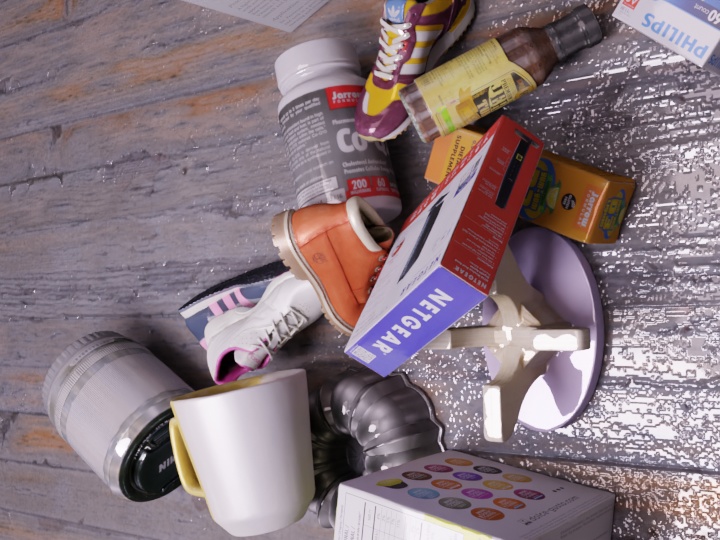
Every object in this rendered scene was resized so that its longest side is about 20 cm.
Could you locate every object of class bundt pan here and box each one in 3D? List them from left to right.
[{"bbox_3d":[-0.004,0.209,1.041,0.200,0.075,0.204,0,91,37],"label":"bundt pan"}]

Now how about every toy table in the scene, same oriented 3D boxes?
[{"bbox_3d":[0.152,0.059,0.896,0.183,0.117,0.202,-17,80,37],"label":"toy table"}]

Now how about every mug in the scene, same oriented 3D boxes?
[{"bbox_3d":[-0.121,0.198,1.016,0.186,0.148,0.155,164,93,-72],"label":"mug"}]

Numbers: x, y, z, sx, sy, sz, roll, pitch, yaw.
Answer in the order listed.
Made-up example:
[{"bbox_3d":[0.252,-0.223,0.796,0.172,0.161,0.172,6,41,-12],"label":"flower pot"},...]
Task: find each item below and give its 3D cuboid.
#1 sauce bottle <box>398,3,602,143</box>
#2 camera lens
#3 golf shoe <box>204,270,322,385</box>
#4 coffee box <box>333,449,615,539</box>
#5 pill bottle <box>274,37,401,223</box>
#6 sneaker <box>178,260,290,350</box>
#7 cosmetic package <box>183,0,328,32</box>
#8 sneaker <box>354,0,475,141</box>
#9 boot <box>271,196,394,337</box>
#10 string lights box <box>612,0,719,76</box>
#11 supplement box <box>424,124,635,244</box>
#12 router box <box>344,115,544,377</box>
[{"bbox_3d":[0.136,-0.194,0.903,0.199,0.065,0.065,-27,72,9],"label":"sauce bottle"},{"bbox_3d":[-0.303,0.190,1.219,0.199,0.159,0.161,33,109,33],"label":"camera lens"},{"bbox_3d":[-0.101,0.069,1.079,0.199,0.075,0.092,-33,37,27],"label":"golf shoe"},{"bbox_3d":[0.102,0.303,0.879,0.196,0.199,0.202,8,96,38],"label":"coffee box"},{"bbox_3d":[-0.029,-0.147,1.038,0.113,0.113,0.202,-21,78,36],"label":"pill bottle"},{"bbox_3d":[-0.134,0.046,1.161,0.199,0.070,0.083,-20,104,33],"label":"sneaker"},{"bbox_3d":[-0.115,-0.400,1.052,0.164,0.199,0.166,-29,73,33],"label":"cosmetic package"},{"bbox_3d":[0.041,-0.232,0.959,0.075,0.090,0.201,20,76,37],"label":"sneaker"},{"bbox_3d":[0.000,0.000,0.986,0.106,0.200,0.076,-19,46,19],"label":"boot"},{"bbox_3d":[0.320,-0.284,0.802,0.103,0.059,0.201,41,113,29],"label":"string lights box"},{"bbox_3d":[0.163,-0.089,0.919,0.199,0.069,0.067,25,106,33],"label":"supplement box"},{"bbox_3d":[0.075,-0.018,0.850,0.049,0.180,0.200,32,145,-8],"label":"router box"}]
